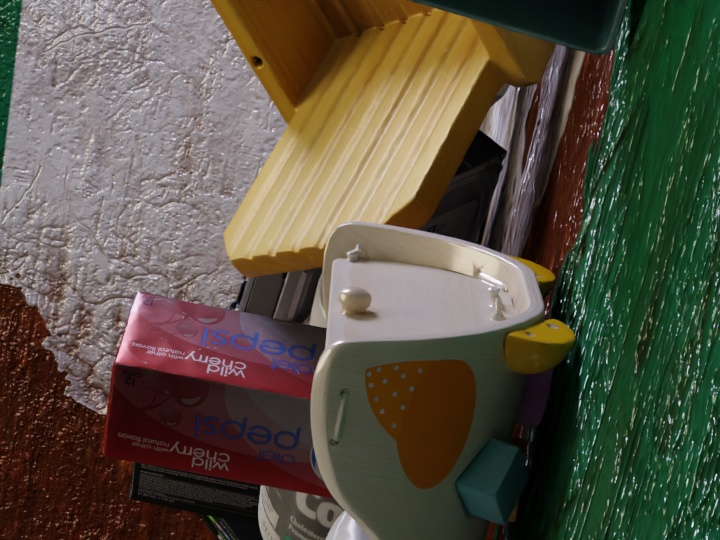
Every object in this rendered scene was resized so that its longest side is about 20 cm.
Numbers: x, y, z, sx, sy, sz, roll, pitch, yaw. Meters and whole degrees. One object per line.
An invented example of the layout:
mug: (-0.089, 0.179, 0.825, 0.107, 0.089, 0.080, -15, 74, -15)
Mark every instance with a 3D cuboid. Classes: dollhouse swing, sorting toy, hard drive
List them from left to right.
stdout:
dollhouse swing: (-0.021, -0.124, 1.119, 0.199, 0.183, 0.176, -7, 32, 52)
hard drive: (0.000, 0.000, 1.291, 0.199, 0.038, 0.141, -24, -36, -44)
sorting toy: (0.029, 0.091, 0.933, 0.200, 0.106, 0.182, -88, 2, -75)

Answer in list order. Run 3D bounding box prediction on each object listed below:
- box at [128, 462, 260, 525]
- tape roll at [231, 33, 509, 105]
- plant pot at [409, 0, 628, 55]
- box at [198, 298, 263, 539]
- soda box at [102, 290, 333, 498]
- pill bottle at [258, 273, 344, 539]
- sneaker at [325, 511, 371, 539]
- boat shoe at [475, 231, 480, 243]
box: (-0.051, 0.114, 1.445, 0.141, 0.198, 0.079, 106, 175, -60)
tape roll: (0.012, -0.175, 1.298, 0.037, 0.201, 0.205, -27, 49, 63)
plant pot: (0.072, -0.224, 0.905, 0.142, 0.140, 0.201, 104, -176, -47)
box: (-0.076, 0.142, 1.619, 0.124, 0.200, 0.149, -38, -7, -12)
soda box: (-0.031, 0.072, 1.116, 0.070, 0.198, 0.064, -81, 2, -56)
pill bottle: (0.006, 0.086, 1.239, 0.114, 0.112, 0.201, -81, 2, -47)
sneaker: (0.020, 0.192, 1.107, 0.089, 0.075, 0.201, 121, 159, -44)
boat shoe: (0.033, 0.012, 1.452, 0.072, 0.072, 0.201, -82, 4, -58)
